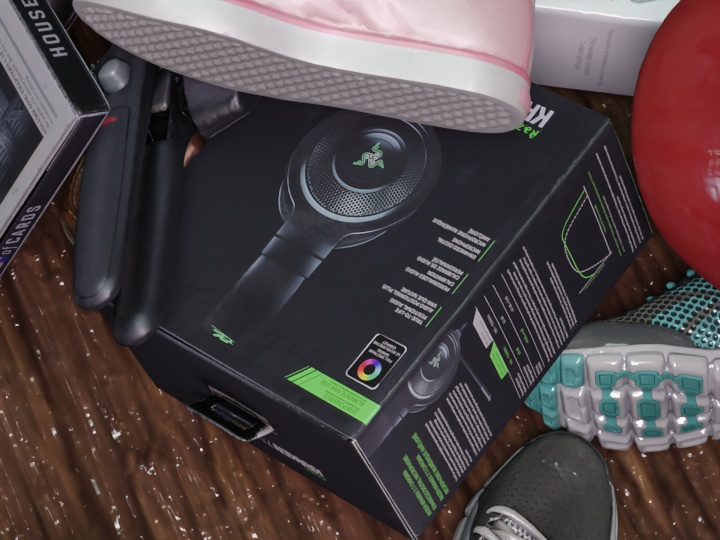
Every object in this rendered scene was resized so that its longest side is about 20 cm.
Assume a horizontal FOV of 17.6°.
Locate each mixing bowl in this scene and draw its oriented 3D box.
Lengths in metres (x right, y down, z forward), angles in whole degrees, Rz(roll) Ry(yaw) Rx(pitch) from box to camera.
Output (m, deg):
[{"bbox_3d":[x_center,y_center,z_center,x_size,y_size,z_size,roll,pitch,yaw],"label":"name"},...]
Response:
[{"bbox_3d":[0.191,-0.063,1.025,0.108,0.200,0.201,7,61,48],"label":"mixing bowl"}]

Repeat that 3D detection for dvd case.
[{"bbox_3d":[-0.195,-0.069,1.065,0.025,0.200,0.151,-14,64,-43],"label":"dvd case"}]

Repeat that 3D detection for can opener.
[{"bbox_3d":[-0.096,-0.053,1.024,0.078,0.063,0.200,-27,34,33],"label":"can opener"}]

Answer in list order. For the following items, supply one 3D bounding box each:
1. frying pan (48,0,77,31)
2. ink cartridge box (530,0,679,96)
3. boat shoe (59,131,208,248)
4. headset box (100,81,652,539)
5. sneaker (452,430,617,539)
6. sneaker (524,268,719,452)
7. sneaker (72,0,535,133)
[{"bbox_3d":[-0.215,-0.124,1.168,0.115,0.031,0.190,31,69,12],"label":"frying pan"},{"bbox_3d":[0.175,-0.163,1.150,0.199,0.084,0.146,7,68,3],"label":"ink cartridge box"},{"bbox_3d":[-0.077,-0.093,1.132,0.072,0.068,0.200,35,74,11],"label":"boat shoe"},{"bbox_3d":[0.000,0.000,1.053,0.174,0.093,0.200,28,70,35],"label":"headset box"},{"bbox_3d":[0.061,0.149,1.012,0.075,0.116,0.200,25,71,9],"label":"sneaker"},{"bbox_3d":[0.167,0.028,1.094,0.199,0.078,0.091,-3,52,-5],"label":"sneaker"},{"bbox_3d":[-0.018,-0.129,1.002,0.199,0.075,0.105,11,78,-1],"label":"sneaker"}]
